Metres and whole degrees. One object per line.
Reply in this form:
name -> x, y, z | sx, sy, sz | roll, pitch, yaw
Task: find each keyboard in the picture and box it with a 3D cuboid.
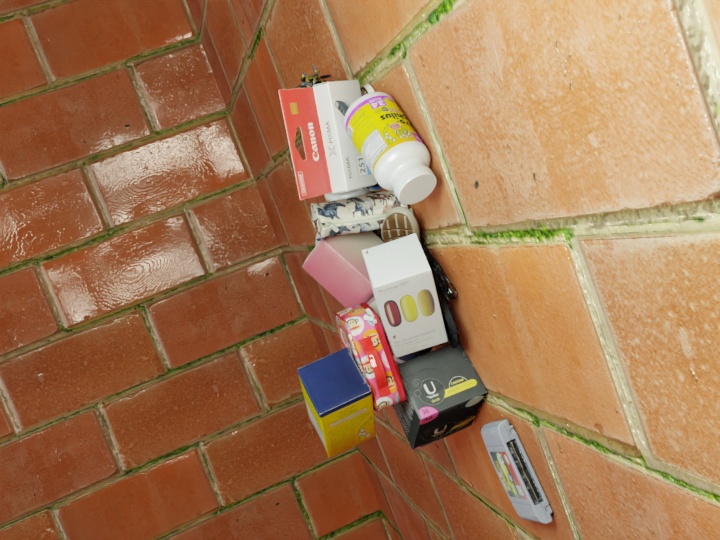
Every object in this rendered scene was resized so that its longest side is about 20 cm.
keyboard -> 0.163, 0.044, 1.512 | 0.104, 0.040, 0.200 | 74, 177, -65

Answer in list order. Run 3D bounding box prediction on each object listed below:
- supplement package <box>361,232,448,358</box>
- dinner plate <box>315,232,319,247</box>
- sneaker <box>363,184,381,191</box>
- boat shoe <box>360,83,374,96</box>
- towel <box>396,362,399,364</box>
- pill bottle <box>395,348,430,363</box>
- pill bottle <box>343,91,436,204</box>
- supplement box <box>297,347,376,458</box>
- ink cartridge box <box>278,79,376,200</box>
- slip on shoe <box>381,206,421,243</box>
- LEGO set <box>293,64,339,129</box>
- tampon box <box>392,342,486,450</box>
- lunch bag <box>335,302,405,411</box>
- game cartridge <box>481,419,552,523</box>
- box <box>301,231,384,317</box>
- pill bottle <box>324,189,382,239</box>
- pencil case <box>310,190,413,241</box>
supplement package -> 0.084, 0.049, 1.476 | 0.110, 0.114, 0.200 | -108, -1, -47
dinner plate -> -0.025, -0.024, 1.767 | 0.200, 0.024, 0.200 | 22, 135, 24
sneaker -> 0.005, -0.249, 1.597 | 0.082, 0.074, 0.200 | 46, 163, 55
boat shoe -> 0.025, -0.258, 1.512 | 0.072, 0.059, 0.200 | 168, 81, -78
towel -> 0.069, 0.172, 1.868 | 0.144, 0.023, 0.200 | 30, 150, 60
pill bottle -> 0.110, 0.131, 1.679 | 0.200, 0.116, 0.116 | 103, 143, -68
pill bottle -> 0.055, -0.211, 1.363 | 0.104, 0.104, 0.200 | 88, 157, -57
supplement box -> -0.043, 0.260, 1.524 | 0.200, 0.109, 0.109 | 85, 158, -54
ink cartridge box -> -0.055, -0.239, 1.422 | 0.045, 0.176, 0.200 | -3, 101, 40
slip on shoe -> 0.090, -0.064, 1.551 | 0.076, 0.061, 0.200 | 15, 146, 22
LEGO set -> -0.052, -0.341, 1.674 | 0.154, 0.116, 0.200 | 9, 130, 41
tampon box -> 0.156, 0.262, 1.625 | 0.200, 0.150, 0.126 | 91, 155, -61
lunch bag -> 0.019, 0.169, 1.525 | 0.176, 0.082, 0.200 | -151, 41, -78
game cartridge -> 0.297, 0.387, 1.510 | 0.133, 0.041, 0.200 | 107, 140, -77
box -> 0.000, 0.000, 1.653 | 0.200, 0.128, 0.109 | 42, 134, 2
pill bottle -> -0.007, -0.107, 1.787 | 0.111, 0.111, 0.200 | -132, 23, -58
pencil case -> 0.003, -0.111, 1.566 | 0.089, 0.200, 0.078 | -109, 11, -58
